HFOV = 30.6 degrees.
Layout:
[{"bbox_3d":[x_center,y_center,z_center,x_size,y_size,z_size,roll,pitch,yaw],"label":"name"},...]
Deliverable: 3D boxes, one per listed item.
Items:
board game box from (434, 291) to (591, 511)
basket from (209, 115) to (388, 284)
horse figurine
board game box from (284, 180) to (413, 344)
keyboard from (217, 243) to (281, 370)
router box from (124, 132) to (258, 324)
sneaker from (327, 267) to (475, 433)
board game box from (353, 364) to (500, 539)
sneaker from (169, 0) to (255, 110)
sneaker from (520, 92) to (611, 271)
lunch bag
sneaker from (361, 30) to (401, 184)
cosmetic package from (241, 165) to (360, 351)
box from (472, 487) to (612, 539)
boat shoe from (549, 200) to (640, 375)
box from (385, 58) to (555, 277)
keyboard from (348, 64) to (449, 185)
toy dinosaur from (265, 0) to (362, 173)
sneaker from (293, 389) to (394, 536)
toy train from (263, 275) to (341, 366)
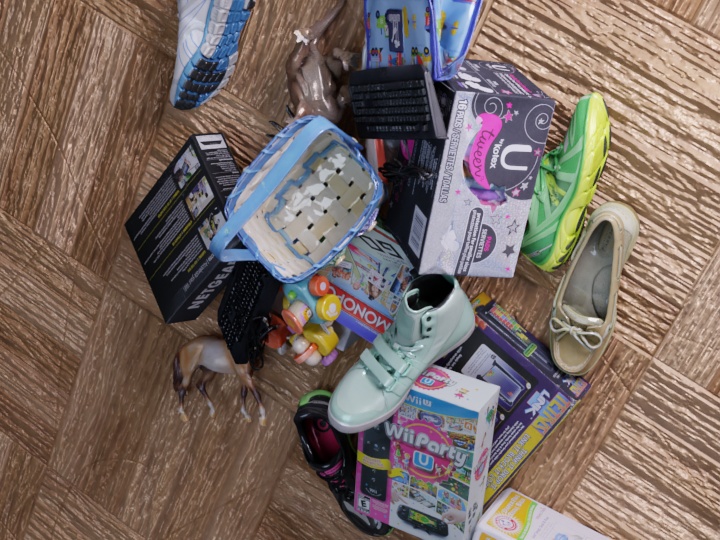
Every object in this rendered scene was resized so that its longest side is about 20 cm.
[{"bbox_3d":[0.140,0.152,1.519,0.165,0.057,0.200,41,121,8],"label":"board game box"},{"bbox_3d":[-0.060,-0.077,1.373,0.176,0.200,0.139,-47,70,13],"label":"basket"},{"bbox_3d":[-0.177,0.128,1.683,0.199,0.050,0.133,-1,94,35],"label":"horse figurine"},{"bbox_3d":[0.000,0.000,1.502,0.199,0.029,0.135,31,118,13],"label":"board game box"},{"bbox_3d":[-0.135,0.042,1.509,0.104,0.039,0.200,58,149,23],"label":"keyboard"},{"bbox_3d":[-0.202,-0.049,1.595,0.200,0.051,0.150,-44,64,43],"label":"router box"},{"bbox_3d":[0.032,0.078,1.394,0.074,0.200,0.118,41,166,30],"label":"sneaker"},{"bbox_3d":[0.072,0.204,1.497,0.147,0.064,0.201,17,121,24],"label":"board game box"},{"bbox_3d":[-0.186,-0.285,1.546,0.087,0.075,0.201,38,116,24],"label":"sneaker"},{"bbox_3d":[0.206,-0.094,1.386,0.083,0.074,0.201,24,117,15],"label":"sneaker"},{"bbox_3d":[0.063,-0.272,1.327,0.150,0.094,0.201,15,100,61],"label":"lunch bag"},{"bbox_3d":[0.044,-0.194,1.455,0.081,0.077,0.201,-1,112,6],"label":"sneaker"},{"bbox_3d":[-0.070,-0.019,1.578,0.199,0.052,0.151,29,121,17],"label":"cosmetic package"},{"bbox_3d":[0.223,0.357,1.516,0.199,0.101,0.113,26,117,19],"label":"box"},{"bbox_3d":[0.244,0.025,1.410,0.073,0.063,0.202,26,115,18],"label":"boat shoe"},{"bbox_3d":[0.113,-0.108,1.379,0.114,0.132,0.201,2,115,-18],"label":"box"},{"bbox_3d":[0.037,-0.144,1.338,0.200,0.021,0.128,15,123,68],"label":"keyboard"},{"bbox_3d":[-0.057,-0.204,1.495,0.085,0.135,0.201,2,88,-15],"label":"toy dinosaur"},{"bbox_3d":[-0.028,0.246,1.623,0.077,0.084,0.201,-32,90,24],"label":"sneaker"},{"bbox_3d":[-0.095,0.054,1.533,0.150,0.056,0.200,32,149,12],"label":"toy train"}]
